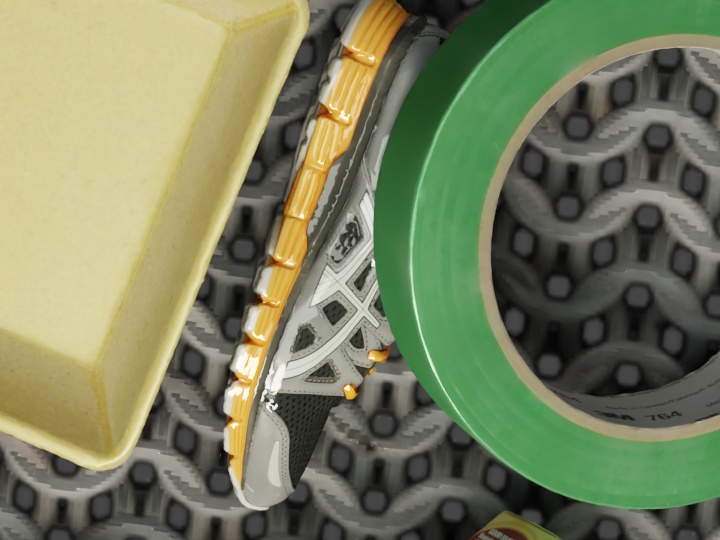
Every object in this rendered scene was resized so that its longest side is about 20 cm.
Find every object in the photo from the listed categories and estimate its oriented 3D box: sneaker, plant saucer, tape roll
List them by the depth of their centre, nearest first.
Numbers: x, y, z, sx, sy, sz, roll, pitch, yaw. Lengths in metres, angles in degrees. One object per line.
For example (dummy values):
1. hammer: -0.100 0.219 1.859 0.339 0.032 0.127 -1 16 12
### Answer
1. tape roll: 0.105 -0.015 0.943 0.199 0.048 0.202 -4 104 -17
2. sneaker: 0.000 0.000 0.972 0.077 0.078 0.201 19 100 -6
3. plant saucer: -0.142 -0.053 0.986 0.199 0.048 0.201 23 100 0

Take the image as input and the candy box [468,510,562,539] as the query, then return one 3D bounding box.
1. candy box: 0.019 0.199 0.967 0.200 0.055 0.116 -38 111 -12
